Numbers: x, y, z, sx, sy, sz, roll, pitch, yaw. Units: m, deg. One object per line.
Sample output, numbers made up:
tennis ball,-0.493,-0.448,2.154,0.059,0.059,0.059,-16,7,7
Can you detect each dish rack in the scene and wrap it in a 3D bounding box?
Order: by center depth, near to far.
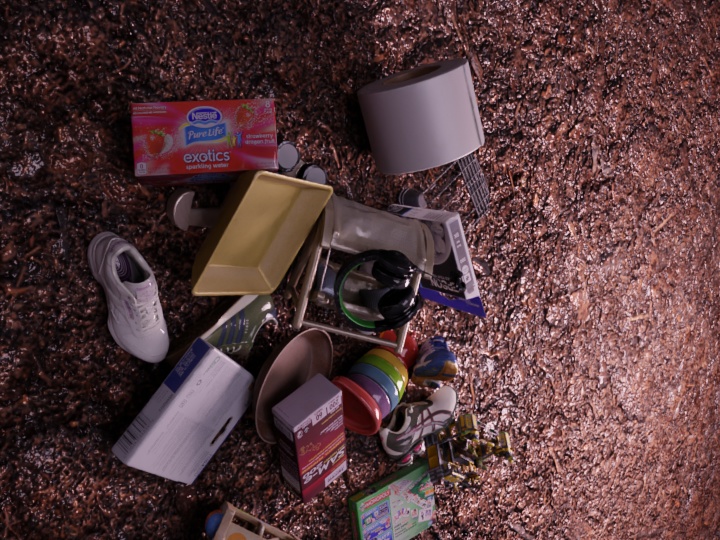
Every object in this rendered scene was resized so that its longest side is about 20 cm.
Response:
dish rack,0.173,-0.133,1.474,0.200,0.054,0.156,-43,122,-30

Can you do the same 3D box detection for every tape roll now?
tape roll,0.104,-0.267,1.303,0.201,0.201,0.142,-30,113,-32

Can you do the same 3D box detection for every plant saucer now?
plant saucer,-0.150,-0.059,1.099,0.202,0.048,0.199,-58,156,15
plant saucer,-0.117,0.184,1.248,0.200,0.036,0.204,-38,140,-41

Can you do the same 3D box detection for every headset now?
headset,0.057,0.030,1.141,0.195,0.094,0.126,-11,112,-2

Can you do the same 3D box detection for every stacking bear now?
stacking bear,0.036,0.185,1.366,0.200,0.113,0.122,-49,167,-38

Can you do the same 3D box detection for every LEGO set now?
LEGO set,0.220,0.382,1.509,0.200,0.151,0.118,41,33,-46

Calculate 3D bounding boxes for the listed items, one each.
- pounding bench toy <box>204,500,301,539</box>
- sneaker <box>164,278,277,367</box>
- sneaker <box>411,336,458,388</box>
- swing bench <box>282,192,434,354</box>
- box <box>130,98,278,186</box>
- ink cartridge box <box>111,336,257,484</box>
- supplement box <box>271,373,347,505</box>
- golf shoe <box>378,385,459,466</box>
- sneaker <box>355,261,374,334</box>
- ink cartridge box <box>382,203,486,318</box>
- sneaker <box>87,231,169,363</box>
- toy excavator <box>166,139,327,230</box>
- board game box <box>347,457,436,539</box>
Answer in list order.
pounding bench toy,-0.191,0.455,1.210,0.154,0.200,0.126,28,74,-6
sneaker,-0.205,0.103,1.177,0.200,0.066,0.091,-43,115,-31
sneaker,0.136,0.161,1.412,0.073,0.200,0.090,14,73,-6
swing bench,0.000,0.000,1.230,0.195,0.130,0.204,15,108,-21
box,-0.216,-0.178,1.058,0.195,0.095,0.102,-4,88,-11
ink cartridge box,-0.250,0.215,1.132,0.198,0.043,0.201,-53,156,-10
supplement box,-0.082,0.284,1.266,0.108,0.060,0.203,-33,138,-32
golf shoe,0.117,0.283,1.469,0.200,0.077,0.089,-43,112,-29
sneaker,0.028,0.016,1.355,0.075,0.080,0.205,1,96,-41
ink cartridge box,0.128,-0.013,1.359,0.043,0.197,0.204,-29,113,-25
sneaker,-0.317,0.046,1.058,0.074,0.098,0.204,-35,118,-33
toy excavator,-0.174,-0.117,1.168,0.193,0.099,0.203,35,82,-35
board game box,0.066,0.469,1.477,0.197,0.029,0.138,-17,105,-37
